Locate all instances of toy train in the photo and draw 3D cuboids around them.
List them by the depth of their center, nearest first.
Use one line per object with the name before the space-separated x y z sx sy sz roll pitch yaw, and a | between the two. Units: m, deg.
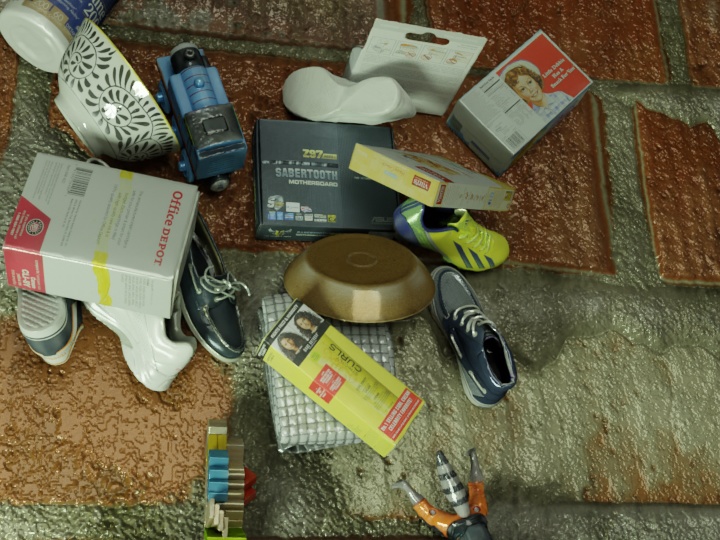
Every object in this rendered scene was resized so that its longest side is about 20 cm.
toy train | -0.212 -0.207 1.450 0.085 0.114 0.203 -14 72 -20

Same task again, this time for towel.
towel | -0.040 0.128 1.377 0.162 0.086 0.203 -3 67 -17

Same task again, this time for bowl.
bowl | -0.324 -0.206 1.388 0.094 0.201 0.202 -38 81 -10

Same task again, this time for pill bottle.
pill bottle | -0.387 -0.375 1.475 0.110 0.111 0.202 28 64 -2

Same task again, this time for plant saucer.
plant saucer | 0.000 0.000 1.398 0.196 0.036 0.201 4 29 -2

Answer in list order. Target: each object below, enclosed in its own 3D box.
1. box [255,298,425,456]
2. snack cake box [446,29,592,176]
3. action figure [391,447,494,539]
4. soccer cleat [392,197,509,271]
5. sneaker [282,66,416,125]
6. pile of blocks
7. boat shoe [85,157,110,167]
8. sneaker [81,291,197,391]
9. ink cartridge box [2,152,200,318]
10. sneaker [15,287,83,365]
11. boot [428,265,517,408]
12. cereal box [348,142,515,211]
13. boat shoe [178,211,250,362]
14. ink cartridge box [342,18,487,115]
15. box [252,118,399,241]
box | -0.024 0.127 1.304 0.199 0.050 0.075 40 60 3
snack cake box | 0.234 -0.248 1.612 0.115 0.067 0.200 45 64 8
action figure | 0.106 0.329 1.321 0.197 0.105 0.196 -15 63 -22
soccer cleat | 0.134 -0.050 1.473 0.198 0.083 0.066 17 57 -32
sneaker | -0.016 -0.230 1.522 0.197 0.088 0.077 13 86 31
pile of blocks | -0.151 0.271 1.286 0.061 0.082 0.204 3 67 -13
boat shoe | -0.298 -0.054 1.391 0.071 0.066 0.202 -23 75 -22
sneaker | -0.266 0.040 1.336 0.099 0.078 0.201 -38 88 15
ink cartridge box | -0.300 -0.040 1.288 0.196 0.084 0.147 12 52 -4
sneaker | -0.380 0.027 1.336 0.077 0.080 0.202 -8 45 -1
boot | 0.151 0.074 1.442 0.072 0.091 0.203 -17 73 -20
cereal box | 0.097 -0.121 1.444 0.143 0.040 0.199 27 16 32
boat shoe | -0.189 0.016 1.382 0.074 0.062 0.203 -1 63 -53
ink cartridge box | 0.070 -0.292 1.512 0.158 0.200 0.051 6 64 -12
box | -0.048 -0.121 1.493 0.196 0.051 0.161 3 67 -15
